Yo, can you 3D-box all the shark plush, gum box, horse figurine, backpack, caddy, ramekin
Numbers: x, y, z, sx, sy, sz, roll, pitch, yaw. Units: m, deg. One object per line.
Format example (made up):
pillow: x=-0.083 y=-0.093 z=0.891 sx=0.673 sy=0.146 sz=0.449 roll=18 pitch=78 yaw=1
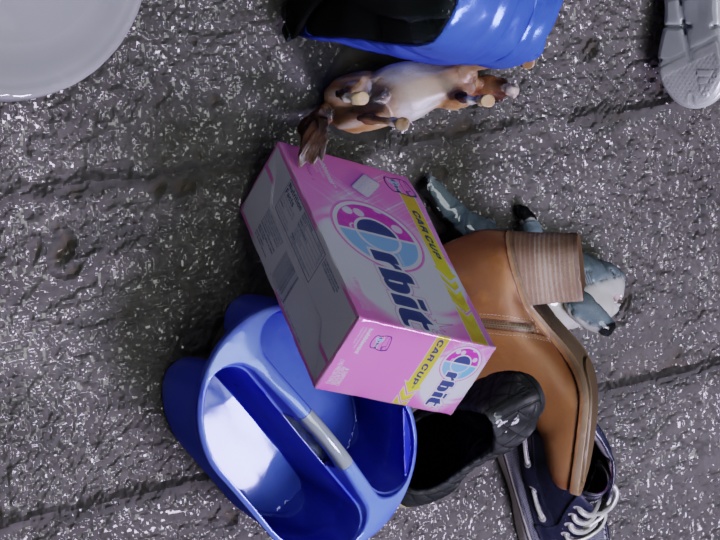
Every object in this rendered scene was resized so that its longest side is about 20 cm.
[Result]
shark plush: x=0.119 y=-0.011 z=1.513 sx=0.199 sy=0.091 sz=0.084 roll=28 pitch=64 yaw=-12
gum box: x=0.000 y=0.000 z=1.348 sx=0.113 sy=0.201 sz=0.066 roll=13 pitch=124 yaw=-33
horse figurine: x=0.035 y=-0.123 z=1.395 sx=0.198 sy=0.132 sz=0.050 roll=-16 pitch=101 yaw=-16
backpack: x=0.065 y=-0.223 z=1.336 sx=0.166 sy=0.199 sz=0.164 roll=3 pitch=97 yaw=-31
caddy: x=-0.045 y=0.109 z=1.386 sx=0.141 sy=0.105 sz=0.200 roll=-46 pitch=119 yaw=-15
ramekin: x=-0.236 y=-0.201 z=1.198 sx=0.201 sy=0.094 sz=0.205 roll=2 pitch=86 yaw=-35

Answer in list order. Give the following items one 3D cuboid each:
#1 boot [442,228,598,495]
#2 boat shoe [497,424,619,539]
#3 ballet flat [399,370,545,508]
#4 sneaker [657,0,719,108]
boot: x=0.094 y=0.071 z=1.442 sx=0.154 sy=0.077 sz=0.202 roll=-5 pitch=102 yaw=12
boat shoe: x=0.169 y=0.188 z=1.541 sx=0.074 sy=0.092 sz=0.201 roll=-35 pitch=115 yaw=-21
ballet flat: x=0.060 y=0.123 z=1.417 sx=0.056 sy=0.200 sz=0.067 roll=-17 pitch=74 yaw=-38
sneaker: x=0.280 y=-0.231 z=1.557 sx=0.082 sy=0.076 sz=0.202 roll=-6 pitch=105 yaw=-58
